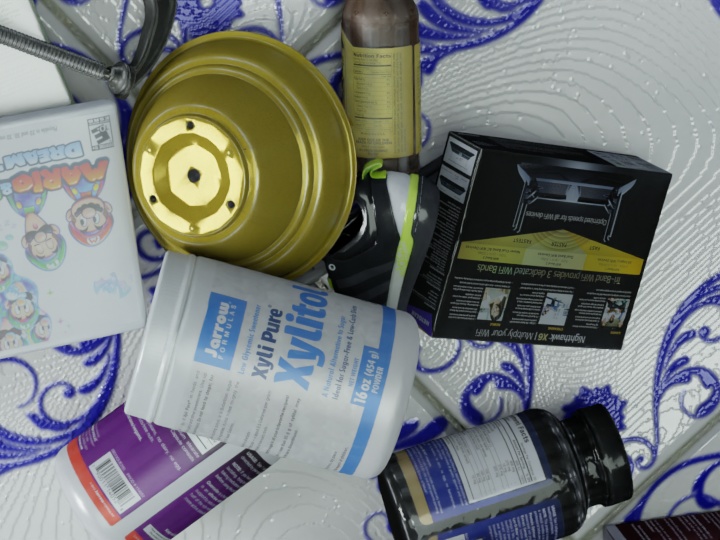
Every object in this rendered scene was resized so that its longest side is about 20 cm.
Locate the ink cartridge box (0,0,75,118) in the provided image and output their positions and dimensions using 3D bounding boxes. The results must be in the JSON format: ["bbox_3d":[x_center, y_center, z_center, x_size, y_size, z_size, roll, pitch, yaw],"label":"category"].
[{"bbox_3d":[-0.317,-0.186,1.450,0.145,0.048,0.201,-22,104,-5],"label":"ink cartridge box"}]

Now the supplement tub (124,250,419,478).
[{"bbox_3d":[-0.066,0.071,1.445,0.199,0.132,0.133,15,104,-7],"label":"supplement tub"}]

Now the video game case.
[{"bbox_3d":[-0.269,-0.023,1.450,0.199,0.024,0.183,-12,111,-16],"label":"video game case"}]

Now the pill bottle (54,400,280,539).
[{"bbox_3d":[-0.139,0.138,1.554,0.200,0.112,0.113,-36,111,1],"label":"pill bottle"}]

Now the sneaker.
[{"bbox_3d":[0.000,0.000,1.519,0.082,0.072,0.201,14,117,-7],"label":"sneaker"}]

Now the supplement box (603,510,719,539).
[{"bbox_3d":[0.319,0.275,1.720,0.199,0.061,0.110,-7,108,-11],"label":"supplement box"}]

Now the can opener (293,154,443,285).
[{"bbox_3d":[-0.002,-0.044,1.557,0.199,0.053,0.067,-33,112,-1],"label":"can opener"}]

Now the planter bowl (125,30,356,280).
[{"bbox_3d":[-0.110,-0.077,1.457,0.199,0.083,0.202,5,103,23],"label":"planter bowl"}]

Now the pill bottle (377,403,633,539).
[{"bbox_3d":[0.122,0.182,1.622,0.199,0.112,0.112,-17,110,-6],"label":"pill bottle"}]

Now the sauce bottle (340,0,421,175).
[{"bbox_3d":[0.017,-0.172,1.515,0.064,0.065,0.201,-3,107,-11],"label":"sauce bottle"}]

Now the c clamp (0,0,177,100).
[{"bbox_3d":[-0.230,-0.186,1.439,0.199,0.027,0.172,12,81,-33],"label":"c clamp"}]

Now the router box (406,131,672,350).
[{"bbox_3d":[0.144,-0.021,1.564,0.199,0.052,0.158,6,107,-33],"label":"router box"}]
